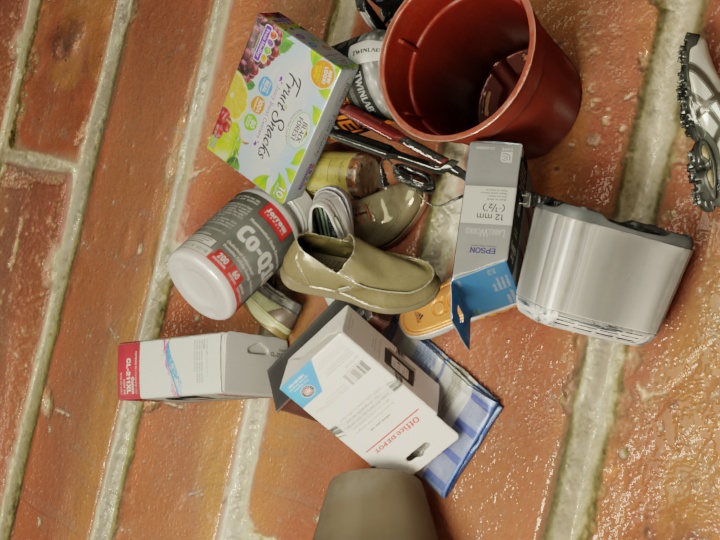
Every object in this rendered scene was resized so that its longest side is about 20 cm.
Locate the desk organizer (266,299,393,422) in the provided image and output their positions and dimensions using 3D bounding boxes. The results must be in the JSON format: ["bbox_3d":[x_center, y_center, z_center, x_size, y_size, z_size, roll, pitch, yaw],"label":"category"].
[{"bbox_3d":[-0.028,0.106,1.328,0.200,0.076,0.072,-46,41,27],"label":"desk organizer"}]

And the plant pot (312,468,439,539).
[{"bbox_3d":[0.020,0.337,1.222,0.198,0.200,0.175,-19,53,31],"label":"plant pot"}]

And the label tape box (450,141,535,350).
[{"bbox_3d":[0.149,-0.022,1.151,0.065,0.143,0.203,3,72,16],"label":"label tape box"}]

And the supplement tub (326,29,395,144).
[{"bbox_3d":[-0.007,-0.245,1.374,0.198,0.122,0.124,-14,73,33],"label":"supplement tub"}]

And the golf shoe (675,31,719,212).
[{"bbox_3d":[0.394,-0.165,1.115,0.093,0.078,0.203,-9,77,16],"label":"golf shoe"}]

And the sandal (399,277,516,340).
[{"bbox_3d":[0.128,0.025,1.256,0.205,0.059,0.080,-30,63,20],"label":"sandal"}]

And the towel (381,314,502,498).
[{"bbox_3d":[0.072,0.168,1.300,0.200,0.024,0.148,39,105,34],"label":"towel"}]

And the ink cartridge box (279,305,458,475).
[{"bbox_3d":[0.015,0.154,1.252,0.116,0.200,0.067,-42,16,23],"label":"ink cartridge box"}]

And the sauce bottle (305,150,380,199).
[{"bbox_3d":[-0.065,-0.136,1.432,0.198,0.066,0.067,8,86,38],"label":"sauce bottle"}]

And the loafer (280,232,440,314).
[{"bbox_3d":[0.000,0.000,1.241,0.197,0.068,0.077,5,46,2],"label":"loafer"}]

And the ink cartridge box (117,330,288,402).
[{"bbox_3d":[-0.219,0.139,1.436,0.198,0.145,0.084,-8,78,34],"label":"ink cartridge box"}]

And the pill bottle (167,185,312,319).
[{"bbox_3d":[-0.154,-0.037,1.387,0.113,0.115,0.200,15,48,36],"label":"pill bottle"}]

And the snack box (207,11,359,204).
[{"bbox_3d":[-0.104,-0.210,1.337,0.142,0.053,0.201,35,119,16],"label":"snack box"}]

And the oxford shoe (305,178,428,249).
[{"bbox_3d":[0.001,-0.060,1.362,0.199,0.074,0.071,-34,63,25],"label":"oxford shoe"}]

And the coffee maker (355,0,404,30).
[{"bbox_3d":[0.053,-0.404,1.314,0.190,0.199,0.137,-13,75,33],"label":"coffee maker"}]

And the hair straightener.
[{"bbox_3d":[0.052,-0.137,1.316,0.198,0.041,0.078,25,116,0],"label":"hair straightener"}]

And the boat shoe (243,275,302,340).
[{"bbox_3d":[-0.147,0.020,1.462,0.065,0.073,0.200,-47,56,1],"label":"boat shoe"}]

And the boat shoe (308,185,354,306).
[{"bbox_3d":[-0.035,-0.006,1.325,0.073,0.067,0.202,-6,112,25],"label":"boat shoe"}]

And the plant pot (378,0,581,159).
[{"bbox_3d":[0.155,-0.226,1.210,0.199,0.194,0.204,-7,77,33],"label":"plant pot"}]

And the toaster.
[{"bbox_3d":[0.252,0.000,1.111,0.114,0.198,0.131,-144,68,-73],"label":"toaster"}]
